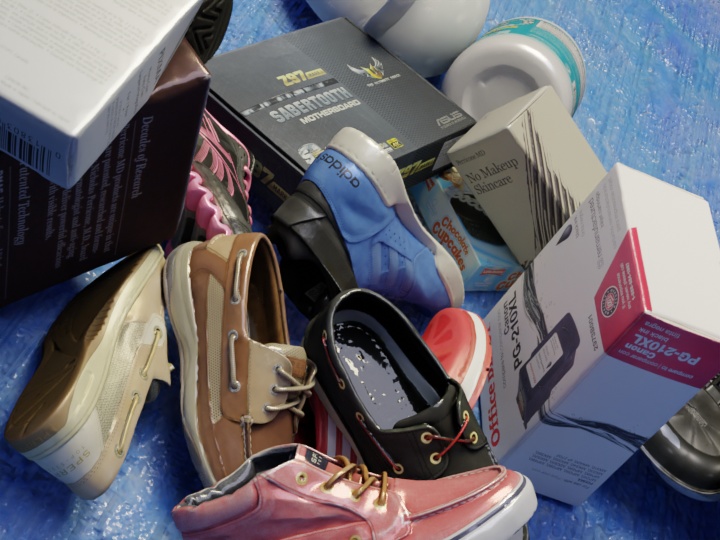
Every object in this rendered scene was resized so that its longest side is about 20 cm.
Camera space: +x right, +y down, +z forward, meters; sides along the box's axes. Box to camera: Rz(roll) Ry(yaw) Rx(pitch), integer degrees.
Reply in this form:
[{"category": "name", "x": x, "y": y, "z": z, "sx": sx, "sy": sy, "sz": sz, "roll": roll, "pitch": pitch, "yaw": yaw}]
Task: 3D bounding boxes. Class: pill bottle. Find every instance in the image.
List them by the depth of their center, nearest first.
[{"category": "pill bottle", "x": 0.140, "y": -0.163, "z": 1.215, "sx": 0.111, "sy": 0.111, "sz": 0.200, "roll": 39, "pitch": 22, "yaw": 0}]

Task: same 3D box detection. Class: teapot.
[{"category": "teapot", "x": 0.046, "y": -0.278, "z": 1.224, "sx": 0.197, "sy": 0.146, "sz": 0.200, "roll": 1, "pitch": 47, "yaw": -47}]

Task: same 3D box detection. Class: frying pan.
[{"category": "frying pan", "x": 0.270, "y": 0.118, "z": 1.061, "sx": 0.189, "sy": 0.031, "sz": 0.115, "roll": 4, "pitch": 50, "yaw": -40}]

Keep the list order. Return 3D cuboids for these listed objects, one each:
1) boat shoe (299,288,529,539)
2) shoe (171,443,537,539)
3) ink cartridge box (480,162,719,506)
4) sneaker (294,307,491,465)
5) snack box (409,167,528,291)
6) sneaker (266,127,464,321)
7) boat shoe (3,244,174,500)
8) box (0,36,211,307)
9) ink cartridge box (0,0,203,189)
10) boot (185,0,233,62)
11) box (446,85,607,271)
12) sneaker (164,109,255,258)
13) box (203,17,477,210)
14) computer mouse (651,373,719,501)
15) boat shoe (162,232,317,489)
[{"category": "boat shoe", "x": 0.036, "y": 0.101, "z": 0.848, "sx": 0.074, "sy": 0.063, "sz": 0.202, "roll": -30, "pitch": 77, "yaw": -29}, {"category": "shoe", "x": -0.003, "y": 0.134, "z": 0.776, "sx": 0.071, "sy": 0.199, "sz": 0.091, "roll": -147, "pitch": -145, "yaw": -81}, {"category": "ink cartridge box", "x": 0.167, "y": 0.049, "z": 0.978, "sx": 0.084, "sy": 0.200, "sz": 0.145, "roll": 20, "pitch": 43, "yaw": -18}, {"category": "sneaker", "x": 0.016, "y": 0.074, "z": 0.932, "sx": 0.115, "sy": 0.078, "sz": 0.200, "roll": 33, "pitch": 38, "yaw": -10}, {"category": "snack box", "x": 0.143, "y": -0.038, "z": 1.172, "sx": 0.199, "sy": 0.037, "sz": 0.116, "roll": 1, "pitch": 52, "yaw": -38}, {"category": "sneaker", "x": -0.001, "y": -0.001, "z": 0.980, "sx": 0.077, "sy": 0.200, "sz": 0.111, "roll": 34, "pitch": 75, "yaw": 36}, {"category": "boat shoe", "x": -0.150, "y": 0.056, "z": 0.829, "sx": 0.065, "sy": 0.072, "sz": 0.200, "roll": 50, "pitch": 25, "yaw": -21}, {"category": "box", "x": -0.220, "y": -0.089, "z": 0.791, "sx": 0.199, "sy": 0.164, "sz": 0.166, "roll": -25, "pitch": 68, "yaw": -27}, {"category": "ink cartridge box", "x": -0.164, "y": -0.157, "z": 0.724, "sx": 0.160, "sy": 0.047, "sz": 0.200, "roll": 30, "pitch": 54, "yaw": 4}, {"category": "boot", "x": -0.193, "y": -0.205, "z": 0.967, "sx": 0.157, "sy": 0.080, "sz": 0.211, "roll": 25, "pitch": 4, "yaw": 10}, {"category": "box", "x": 0.161, "y": -0.039, "z": 1.084, "sx": 0.068, "sy": 0.082, "sz": 0.200, "roll": -44, "pitch": 103, "yaw": -35}, {"category": "sneaker", "x": -0.103, "y": -0.058, "z": 0.960, "sx": 0.095, "sy": 0.079, "sz": 0.200, "roll": -14, "pitch": 63, "yaw": -39}, {"category": "box", "x": -0.027, "y": -0.120, "z": 1.078, "sx": 0.158, "sy": 0.051, "sz": 0.200, "roll": 41, "pitch": 40, "yaw": 21}, {"category": "computer mouse", "x": 0.261, "y": 0.120, "z": 1.111, "sx": 0.110, "sy": 0.044, "sz": 0.200, "roll": 39, "pitch": 33, "yaw": -8}, {"category": "boat shoe", "x": -0.066, "y": 0.068, "z": 0.840, "sx": 0.076, "sy": 0.072, "sz": 0.201, "roll": 17, "pitch": 56, "yaw": -65}]
